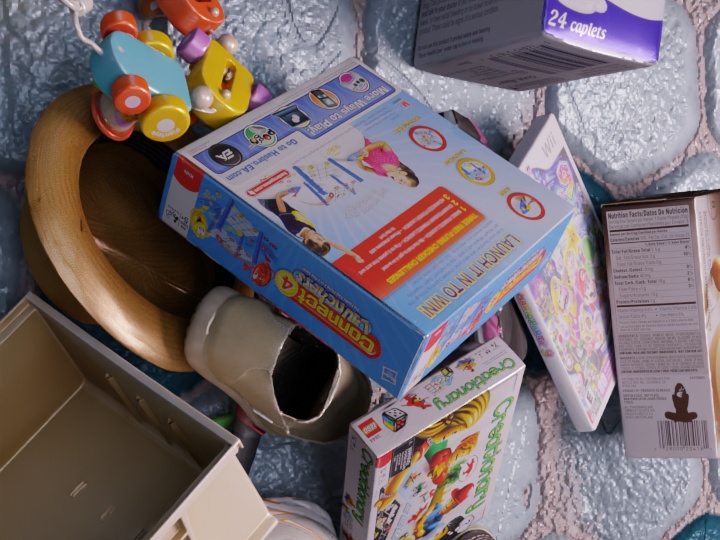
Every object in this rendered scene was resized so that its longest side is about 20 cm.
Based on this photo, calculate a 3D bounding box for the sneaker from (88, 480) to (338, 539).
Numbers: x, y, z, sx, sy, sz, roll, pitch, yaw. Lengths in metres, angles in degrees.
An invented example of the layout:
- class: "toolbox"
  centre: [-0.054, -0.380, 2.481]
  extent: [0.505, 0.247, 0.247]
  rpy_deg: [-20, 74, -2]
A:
- class: "sneaker"
  centre: [-0.083, 0.184, 0.935]
  extent: [0.199, 0.092, 0.076]
  rpy_deg: [15, 104, -33]

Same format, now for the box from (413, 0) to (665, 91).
- class: "box"
  centre: [0.134, -0.244, 1.021]
  extent: [0.104, 0.184, 0.201]
  rpy_deg: [8, 87, -26]

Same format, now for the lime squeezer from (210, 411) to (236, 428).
- class: "lime squeezer"
  centre: [-0.140, 0.142, 0.963]
  extent: [0.200, 0.038, 0.071]
  rpy_deg: [-45, 107, -22]

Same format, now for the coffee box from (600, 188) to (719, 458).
- class: "coffee box"
  centre: [0.256, 0.039, 1.123]
  extent: [0.114, 0.079, 0.201]
  rpy_deg: [-11, 96, -59]

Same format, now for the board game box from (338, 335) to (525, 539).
- class: "board game box"
  centre: [0.045, 0.142, 0.990]
  extent: [0.126, 0.201, 0.035]
  rpy_deg: [-29, 58, -24]

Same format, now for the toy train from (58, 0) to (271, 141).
- class: "toy train"
  centre: [-0.137, -0.145, 0.903]
  extent: [0.151, 0.056, 0.200]
  rpy_deg: [53, 26, 1]

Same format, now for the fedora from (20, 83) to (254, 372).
- class: "fedora"
  centre: [-0.154, -0.019, 0.913]
  extent: [0.200, 0.082, 0.202]
  rpy_deg: [31, 48, -43]

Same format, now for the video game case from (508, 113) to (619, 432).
- class: "video game case"
  centre: [0.156, 0.001, 1.077]
  extent: [0.201, 0.018, 0.143]
  rpy_deg: [62, 39, -24]

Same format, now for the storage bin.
- class: "storage bin"
  centre: [-0.190, 0.149, 0.839]
  extent: [0.199, 0.199, 0.094]
  rpy_deg: [-47, 144, -19]

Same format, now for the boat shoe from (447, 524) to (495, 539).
- class: "boat shoe"
  centre: [0.113, 0.293, 1.080]
  extent: [0.073, 0.065, 0.201]
  rpy_deg: [-20, 99, -25]

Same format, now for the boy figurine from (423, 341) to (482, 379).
- class: "boy figurine"
  centre: [0.000, 0.000, 1.000]
  extent: [0.064, 0.124, 0.200]
  rpy_deg: [-26, 77, -46]

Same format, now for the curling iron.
- class: "curling iron"
  centre: [-0.069, 0.102, 0.982]
  extent: [0.049, 0.025, 0.201]
  rpy_deg: [14, 95, -52]

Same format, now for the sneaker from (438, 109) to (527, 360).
- class: "sneaker"
  centre: [0.060, -0.023, 1.046]
  extent: [0.080, 0.086, 0.201]
  rpy_deg: [30, 50, -60]

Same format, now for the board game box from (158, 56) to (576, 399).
- class: "board game box"
  centre: [0.008, -0.037, 0.910]
  extent: [0.195, 0.056, 0.200]
  rpy_deg: [37, 41, 16]

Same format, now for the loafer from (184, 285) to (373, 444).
- class: "loafer"
  centre: [-0.040, 0.074, 0.921]
  extent: [0.200, 0.068, 0.076]
  rpy_deg: [36, 77, -57]
